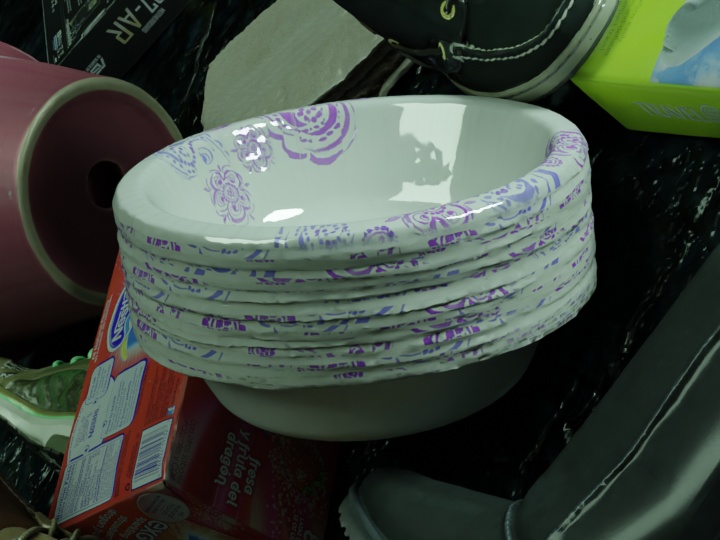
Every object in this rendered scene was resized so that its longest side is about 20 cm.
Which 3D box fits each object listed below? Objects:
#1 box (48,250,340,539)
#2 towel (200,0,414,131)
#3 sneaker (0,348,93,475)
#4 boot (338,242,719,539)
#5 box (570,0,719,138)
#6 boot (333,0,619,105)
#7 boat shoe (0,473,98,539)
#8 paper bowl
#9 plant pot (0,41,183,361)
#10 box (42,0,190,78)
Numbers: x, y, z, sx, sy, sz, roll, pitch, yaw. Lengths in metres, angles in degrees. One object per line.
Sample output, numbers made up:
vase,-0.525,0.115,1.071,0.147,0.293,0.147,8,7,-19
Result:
box,-0.068,0.047,0.931,0.099,0.095,0.201,-28,41,42
towel,-0.021,-0.124,1.091,0.200,0.034,0.133,-38,34,31
sneaker,-0.141,0.072,1.056,0.089,0.077,0.199,-49,34,-14
boot,0.092,0.058,0.721,0.201,0.065,0.165,-55,38,8
box,0.181,-0.112,0.775,0.200,0.048,0.123,14,74,59
boot,0.014,-0.149,0.879,0.074,0.153,0.203,-57,27,-2
boat shoe,-0.139,0.141,0.853,0.072,0.201,0.076,-32,4,22
paper bowl,0.000,0.000,0.815,0.200,0.199,0.105,-147,46,-60
plant pot,-0.200,-0.041,1.120,0.178,0.200,0.201,-2,60,44
box,-0.165,-0.233,1.388,0.160,0.043,0.201,-45,32,18
